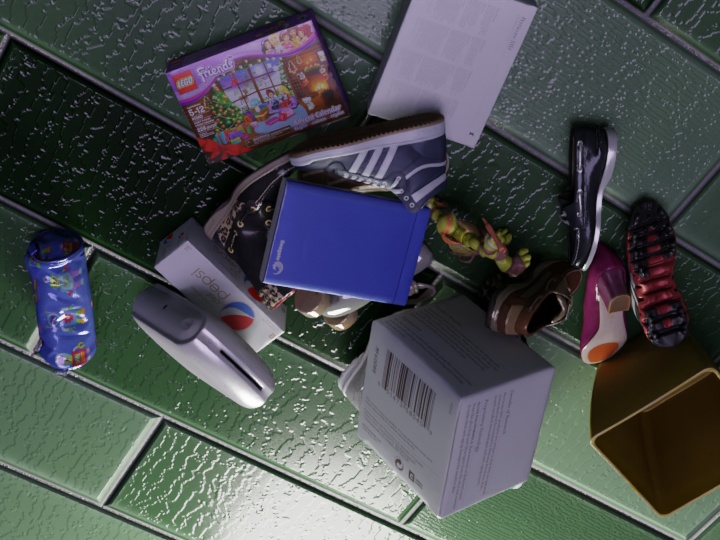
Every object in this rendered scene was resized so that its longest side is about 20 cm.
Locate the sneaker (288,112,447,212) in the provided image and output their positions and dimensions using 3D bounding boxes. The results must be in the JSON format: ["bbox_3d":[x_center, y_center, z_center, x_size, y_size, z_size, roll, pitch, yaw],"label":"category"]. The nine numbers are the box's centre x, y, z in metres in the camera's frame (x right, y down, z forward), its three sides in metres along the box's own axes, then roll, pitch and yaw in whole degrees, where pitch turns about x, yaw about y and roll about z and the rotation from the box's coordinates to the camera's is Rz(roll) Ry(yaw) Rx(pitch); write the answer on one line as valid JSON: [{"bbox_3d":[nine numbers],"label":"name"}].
[{"bbox_3d":[0.015,-0.122,1.441,0.196,0.070,0.110,-12,113,-2],"label":"sneaker"}]

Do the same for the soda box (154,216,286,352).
[{"bbox_3d":[-0.191,0.024,1.612,0.068,0.064,0.200,-34,118,20],"label":"soda box"}]

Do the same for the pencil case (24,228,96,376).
[{"bbox_3d":[-0.416,0.043,1.610,0.086,0.078,0.203,-12,125,-21],"label":"pencil case"}]

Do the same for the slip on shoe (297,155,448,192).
[{"bbox_3d":[0.016,-0.136,1.512,0.197,0.061,0.077,-13,106,3],"label":"slip on shoe"}]

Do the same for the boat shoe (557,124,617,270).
[{"bbox_3d":[0.291,-0.096,1.541,0.059,0.076,0.203,3,112,-4],"label":"boat shoe"}]

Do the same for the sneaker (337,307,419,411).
[{"bbox_3d":[0.046,0.133,1.667,0.074,0.083,0.201,-3,139,-40],"label":"sneaker"}]

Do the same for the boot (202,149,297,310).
[{"bbox_3d":[-0.109,-0.050,1.506,0.200,0.073,0.151,-39,85,39],"label":"boot"}]

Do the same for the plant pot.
[{"bbox_3d":[0.445,0.193,1.670,0.199,0.177,0.200,-35,118,20],"label":"plant pot"}]

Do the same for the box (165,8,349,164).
[{"bbox_3d":[-0.127,-0.228,1.460,0.197,0.039,0.138,-18,122,11],"label":"box"}]

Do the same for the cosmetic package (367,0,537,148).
[{"bbox_3d":[0.109,-0.266,1.432,0.149,0.052,0.202,17,122,-10],"label":"cosmetic package"}]

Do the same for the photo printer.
[{"bbox_3d":[-0.210,0.106,1.582,0.070,0.199,0.167,-51,126,-13],"label":"photo printer"}]

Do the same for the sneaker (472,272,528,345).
[{"bbox_3d":[0.203,0.085,1.664,0.088,0.079,0.202,3,131,-16],"label":"sneaker"}]

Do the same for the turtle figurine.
[{"bbox_3d":[0.152,-0.038,1.522,0.160,0.199,0.065,22,97,-41],"label":"turtle figurine"}]

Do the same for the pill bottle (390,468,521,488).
[{"bbox_3d":[0.147,0.264,1.749,0.196,0.114,0.115,6,124,-4],"label":"pill bottle"}]

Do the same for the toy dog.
[{"bbox_3d":[0.000,0.000,1.587,0.197,0.097,0.132,-19,151,-1],"label":"toy dog"}]

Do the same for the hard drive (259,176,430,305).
[{"bbox_3d":[-0.019,-0.035,1.473,0.197,0.025,0.134,9,105,-22],"label":"hard drive"}]

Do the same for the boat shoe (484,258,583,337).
[{"bbox_3d":[0.248,0.045,1.563,0.073,0.199,0.077,23,123,34],"label":"boat shoe"}]

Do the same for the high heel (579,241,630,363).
[{"bbox_3d":[0.345,0.051,1.664,0.066,0.097,0.201,-5,144,-10],"label":"high heel"}]

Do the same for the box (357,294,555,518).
[{"bbox_3d":[0.123,0.177,1.565,0.169,0.199,0.203,-15,127,-33],"label":"box"}]

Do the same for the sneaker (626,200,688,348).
[{"bbox_3d":[0.400,0.001,1.605,0.070,0.098,0.204,-13,100,0],"label":"sneaker"}]
